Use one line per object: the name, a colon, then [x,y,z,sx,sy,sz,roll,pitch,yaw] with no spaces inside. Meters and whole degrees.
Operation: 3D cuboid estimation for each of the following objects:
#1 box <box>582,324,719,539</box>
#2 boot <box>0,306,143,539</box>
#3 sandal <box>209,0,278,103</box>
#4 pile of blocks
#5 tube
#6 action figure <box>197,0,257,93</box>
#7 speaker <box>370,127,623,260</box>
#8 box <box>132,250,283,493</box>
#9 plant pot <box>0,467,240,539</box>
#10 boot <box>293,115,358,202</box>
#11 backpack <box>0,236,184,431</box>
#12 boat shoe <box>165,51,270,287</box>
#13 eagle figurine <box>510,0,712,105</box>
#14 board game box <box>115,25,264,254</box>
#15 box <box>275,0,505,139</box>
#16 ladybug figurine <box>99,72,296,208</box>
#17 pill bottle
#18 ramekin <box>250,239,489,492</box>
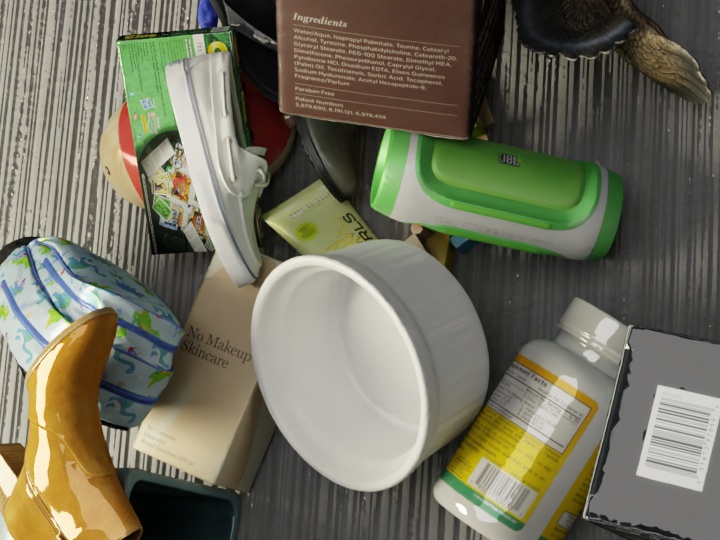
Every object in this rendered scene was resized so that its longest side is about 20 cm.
box: [0.254,0.139,1.318,0.107,0.200,0.149,12,81,22]
boot: [-0.208,0.143,1.334,0.144,0.071,0.201,46,114,24]
sandal: [-0.088,-0.223,1.516,0.076,0.043,0.200,-32,76,-20]
pile of blocks: [0.077,-0.078,1.504,0.082,0.062,0.201,2,79,19]
tube: [0.000,0.000,1.519,0.200,0.058,0.052,49,118,25]
action figure: [-0.126,-0.261,1.578,0.065,0.099,0.200,-2,45,-14]
speaker: [0.113,-0.065,1.439,0.199,0.088,0.089,12,81,-6]
box: [-0.111,0.085,1.522,0.095,0.078,0.201,19,85,23]
plant pot: [-0.245,0.266,1.472,0.199,0.196,0.196,3,79,25]
boot: [0.005,-0.170,1.545,0.130,0.068,0.201,-18,66,13]
backpack: [-0.231,0.054,1.477,0.154,0.163,0.200,-45,27,17]
boat shoe: [-0.109,-0.088,1.466,0.065,0.074,0.201,-16,94,3]
eagle figurine: [0.202,-0.227,1.448,0.151,0.151,0.201,-9,67,6]
board game box: [-0.148,-0.113,1.527,0.104,0.023,0.201,-2,112,9]
box: [0.029,-0.239,1.396,0.164,0.200,0.166,10,43,10]
ladybug figurine: [-0.154,-0.125,1.589,0.199,0.072,0.136,-14,73,15]
pill bottle: [0.155,0.127,1.402,0.113,0.113,0.200,32,90,23]
ramekin: [0.011,0.071,1.422,0.200,0.098,0.201,20,120,39]
